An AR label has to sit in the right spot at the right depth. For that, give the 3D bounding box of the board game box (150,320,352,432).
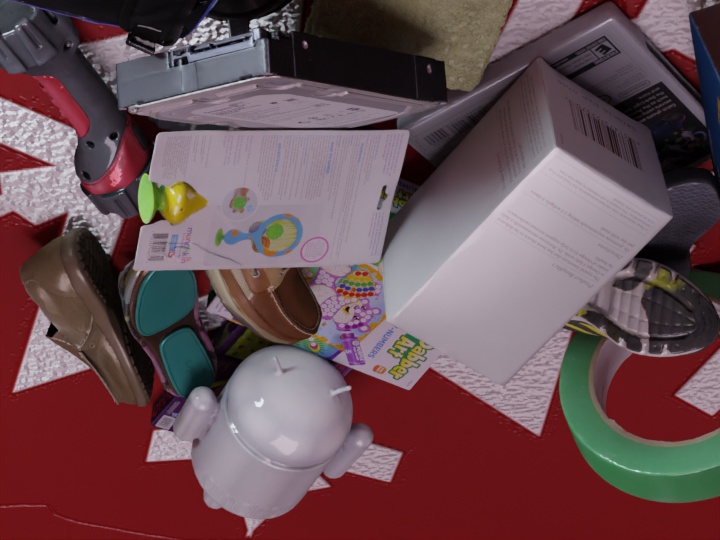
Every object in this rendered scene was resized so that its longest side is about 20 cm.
[{"bbox_3d":[-0.094,0.099,1.809,0.120,0.032,0.200,23,137,-21],"label":"board game box"}]

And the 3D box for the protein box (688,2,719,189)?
[{"bbox_3d":[0.337,-0.073,1.439,0.134,0.201,0.199,-18,140,4],"label":"protein box"}]

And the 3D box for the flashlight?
[{"bbox_3d":[-0.217,-0.123,1.497,0.068,0.068,0.200,14,153,39],"label":"flashlight"}]

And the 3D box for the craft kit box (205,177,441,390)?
[{"bbox_3d":[0.000,0.000,1.654,0.197,0.049,0.200,19,138,-17],"label":"craft kit box"}]

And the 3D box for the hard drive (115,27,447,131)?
[{"bbox_3d":[-0.051,-0.127,1.385,0.139,0.038,0.200,-9,172,37],"label":"hard drive"}]

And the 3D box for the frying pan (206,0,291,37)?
[{"bbox_3d":[-0.101,-0.191,1.419,0.114,0.031,0.191,15,128,-13],"label":"frying pan"}]

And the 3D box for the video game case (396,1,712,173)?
[{"bbox_3d":[0.160,-0.108,1.555,0.199,0.023,0.182,-27,134,28],"label":"video game case"}]

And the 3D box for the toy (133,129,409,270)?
[{"bbox_3d":[-0.071,-0.060,1.484,0.199,0.047,0.116,-4,124,-28],"label":"toy"}]

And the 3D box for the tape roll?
[{"bbox_3d":[0.266,0.094,1.668,0.199,0.201,0.048,-11,141,13],"label":"tape roll"}]

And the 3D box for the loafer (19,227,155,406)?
[{"bbox_3d":[-0.228,0.041,1.702,0.067,0.076,0.201,-8,133,13],"label":"loafer"}]

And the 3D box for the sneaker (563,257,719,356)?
[{"bbox_3d":[0.205,0.021,1.646,0.199,0.075,0.085,16,-177,27],"label":"sneaker"}]

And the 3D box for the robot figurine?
[{"bbox_3d":[-0.076,0.140,1.747,0.169,0.113,0.200,11,142,-19],"label":"robot figurine"}]

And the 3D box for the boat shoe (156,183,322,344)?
[{"bbox_3d":[-0.083,-0.022,1.558,0.074,0.076,0.200,-18,129,26],"label":"boat shoe"}]

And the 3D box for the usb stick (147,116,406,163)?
[{"bbox_3d":[-0.062,-0.107,1.528,0.199,0.033,0.055,14,154,-10],"label":"usb stick"}]

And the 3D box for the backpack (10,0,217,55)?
[{"bbox_3d":[-0.148,-0.257,1.252,0.182,0.148,0.200,15,149,-26],"label":"backpack"}]

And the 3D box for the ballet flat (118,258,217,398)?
[{"bbox_3d":[-0.168,0.032,1.688,0.069,0.071,0.200,-30,145,-12],"label":"ballet flat"}]

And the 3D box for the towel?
[{"bbox_3d":[0.039,-0.205,1.418,0.147,0.037,0.200,5,141,-8],"label":"towel"}]

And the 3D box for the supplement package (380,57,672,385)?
[{"bbox_3d":[0.119,-0.034,1.501,0.117,0.118,0.200,29,122,-24],"label":"supplement package"}]

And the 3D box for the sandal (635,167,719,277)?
[{"bbox_3d":[0.239,-0.041,1.609,0.076,0.043,0.200,-2,160,-3],"label":"sandal"}]
